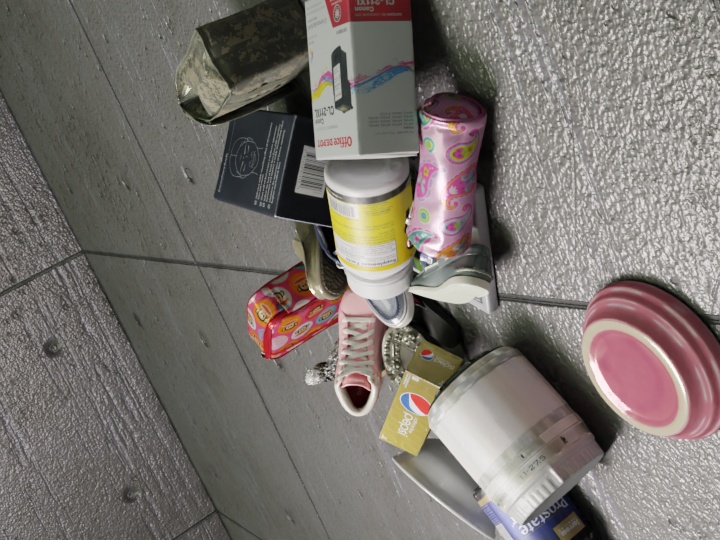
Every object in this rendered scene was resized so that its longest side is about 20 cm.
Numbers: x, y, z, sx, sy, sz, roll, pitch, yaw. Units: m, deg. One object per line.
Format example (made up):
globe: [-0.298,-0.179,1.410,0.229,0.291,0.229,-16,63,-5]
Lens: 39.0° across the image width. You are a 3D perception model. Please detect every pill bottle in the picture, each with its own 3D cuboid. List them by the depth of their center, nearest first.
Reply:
pill bottle: [0.018,-0.065,1.382,0.114,0.114,0.200,37,148,39]
pill bottle: [0.262,0.367,1.462,0.200,0.112,0.112,52,154,14]

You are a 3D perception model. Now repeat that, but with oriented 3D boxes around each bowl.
bowl: [0.154,0.323,1.599,0.201,0.090,0.201,38,176,3]

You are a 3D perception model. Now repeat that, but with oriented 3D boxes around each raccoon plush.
raccoon plush: [-0.034,0.111,1.664,0.200,0.097,0.134,-17,91,27]

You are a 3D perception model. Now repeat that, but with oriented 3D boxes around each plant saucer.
plant saucer: [0.321,0.109,1.141,0.201,0.051,0.201,43,151,31]

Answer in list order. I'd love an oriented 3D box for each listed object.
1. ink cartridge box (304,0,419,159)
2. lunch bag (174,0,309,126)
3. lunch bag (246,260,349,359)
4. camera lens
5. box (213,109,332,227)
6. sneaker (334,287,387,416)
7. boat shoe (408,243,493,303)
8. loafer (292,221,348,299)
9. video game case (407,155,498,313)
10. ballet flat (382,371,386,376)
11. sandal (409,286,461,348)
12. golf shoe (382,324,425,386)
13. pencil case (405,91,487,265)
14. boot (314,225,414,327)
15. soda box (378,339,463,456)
ink cartridge box: [0.000,-0.234,1.220,0.146,0.083,0.200,-171,76,-67]
lunch bag: [-0.168,-0.290,1.467,0.118,0.164,0.200,60,155,1]
lunch bag: [-0.091,0.059,1.671,0.082,0.200,0.176,51,157,20]
camera lens: [0.200,0.213,1.348,0.200,0.160,0.160,49,153,21]
box: [-0.117,-0.157,1.516,0.200,0.107,0.149,20,99,54]
sneaker: [0.001,0.126,1.547,0.105,0.075,0.200,-65,-24,-82]
boat shoe: [0.122,0.005,1.356,0.200,0.073,0.062,160,122,-72]
loafer: [-0.065,-0.027,1.579,0.076,0.068,0.200,38,-147,-36]
video game case: [0.110,-0.057,1.382,0.182,0.022,0.200,32,144,44]
ballet flat: [0.001,0.185,1.796,0.071,0.065,0.200,53,154,16]
sandal: [0.071,0.054,1.546,0.200,0.045,0.075,40,151,34]
golf shoe: [0.067,0.140,1.592,0.097,0.078,0.200,52,169,46]
pencil case: [0.101,-0.110,1.226,0.087,0.087,0.200,37,136,39]
boot: [0.000,0.000,1.510,0.073,0.090,0.200,-47,58,25]
soda box: [0.087,0.191,1.499,0.068,0.064,0.200,26,142,8]
